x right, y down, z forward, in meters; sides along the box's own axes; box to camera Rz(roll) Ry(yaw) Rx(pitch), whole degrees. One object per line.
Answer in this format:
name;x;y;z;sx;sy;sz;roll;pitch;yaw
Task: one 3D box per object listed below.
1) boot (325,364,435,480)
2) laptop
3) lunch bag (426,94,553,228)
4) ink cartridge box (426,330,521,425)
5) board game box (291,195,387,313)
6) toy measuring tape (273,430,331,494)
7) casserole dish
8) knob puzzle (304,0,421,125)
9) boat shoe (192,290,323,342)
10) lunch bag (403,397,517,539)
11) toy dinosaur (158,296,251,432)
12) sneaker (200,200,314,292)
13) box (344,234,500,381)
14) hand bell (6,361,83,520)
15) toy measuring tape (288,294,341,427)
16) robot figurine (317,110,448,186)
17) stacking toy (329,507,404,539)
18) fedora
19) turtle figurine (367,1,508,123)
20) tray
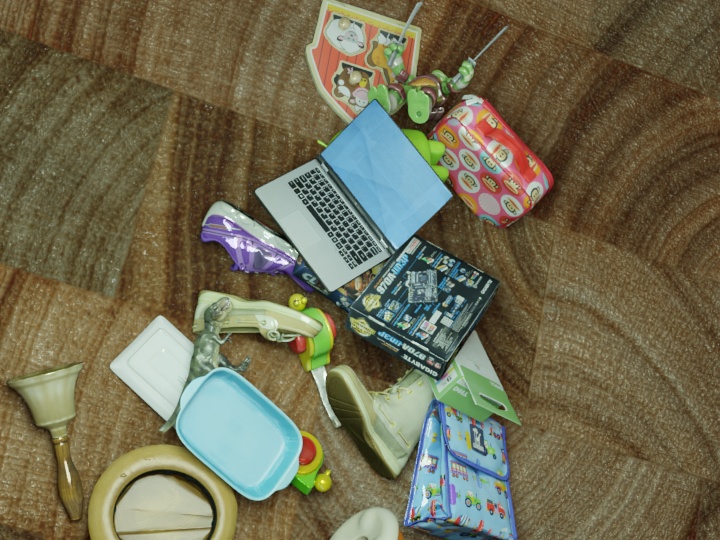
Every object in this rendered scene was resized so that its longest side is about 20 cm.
boot;0.042;0.182;1.701;0.155;0.072;0.202;-44;119;-27
laptop;-0.012;-0.108;1.662;0.199;0.116;0.188;-30;76;-35
lunch bag;0.200;-0.170;1.816;0.200;0.176;0.082;47;67;-2
ink cartridge box;0.149;0.155;1.702;0.103;0.059;0.201;29;25;-37
board game box;0.000;0.000;1.733;0.199;0.034;0.137;35;50;-24
toy measuring tape;-0.117;0.242;1.665;0.199;0.074;0.074;37;67;8
casserole dish;-0.167;0.220;1.578;0.200;0.039;0.122;43;70;-19
knob puzzle;0.006;-0.326;1.870;0.216;0.030;0.224;5;75;-18
boat shoe;-0.147;0.076;1.654;0.198;0.073;0.064;11;80;20
lunch bag;0.150;0.287;1.715;0.149;0.093;0.203;25;58;-36
toy dinosaur;-0.203;0.140;1.616;0.087;0.047;0.203;23;81;-17
sneaker;-0.147;-0.023;1.726;0.198;0.081;0.084;32;93;-10
box;0.092;0.048;1.684;0.157;0.046;0.200;28;45;12
hand bell;-0.400;0.234;1.564;0.103;0.104;0.203;-13;92;-21
toy measuring tape;-0.057;0.127;1.700;0.073;0.074;0.203;-19;83;-22
robot figurine;0.032;-0.159;1.788;0.197;0.116;0.178;0;70;-18
stacking toy;0.047;0.446;1.649;0.200;0.145;0.147;47;65;-23
fedora;-0.267;0.332;1.575;0.197;0.082;0.204;4;75;-14
turtle figurine;0.095;-0.311;1.789;0.143;0.201;0.194;38;36;3
tray;-0.245;0.160;1.639;0.199;0.022;0.107;41;65;7
